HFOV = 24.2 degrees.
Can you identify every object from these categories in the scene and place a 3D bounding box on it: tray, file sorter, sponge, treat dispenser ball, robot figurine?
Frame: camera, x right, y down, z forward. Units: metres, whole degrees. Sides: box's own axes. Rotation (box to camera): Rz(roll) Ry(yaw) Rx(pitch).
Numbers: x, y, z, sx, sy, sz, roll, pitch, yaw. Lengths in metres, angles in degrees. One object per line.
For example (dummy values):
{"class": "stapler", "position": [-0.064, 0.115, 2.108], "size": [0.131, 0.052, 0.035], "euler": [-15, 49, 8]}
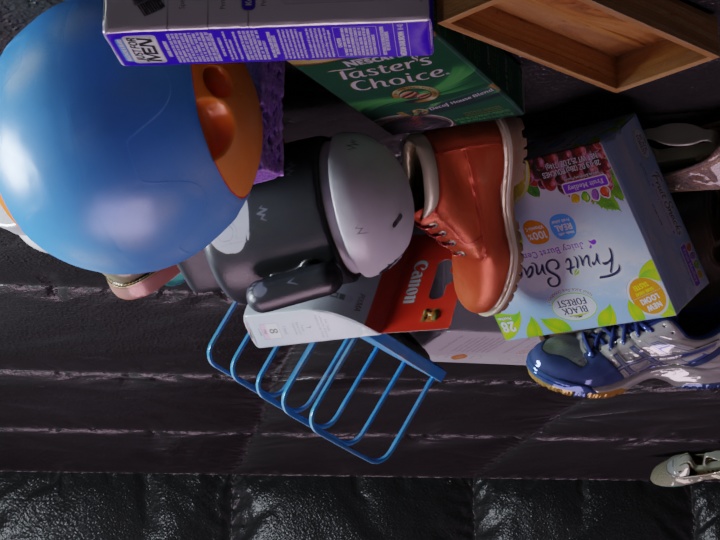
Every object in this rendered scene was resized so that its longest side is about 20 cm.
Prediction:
{"class": "tray", "position": [0.160, -0.182, 1.214], "size": [0.200, 0.037, 0.099], "euler": [13, 160, -42]}
{"class": "file sorter", "position": [-0.043, 0.095, 1.738], "size": [0.139, 0.123, 0.200], "euler": [35, 175, -43]}
{"class": "sponge", "position": [-0.136, -0.108, 1.329], "size": [0.200, 0.112, 0.030], "euler": [-14, 161, 42]}
{"class": "treat dispenser ball", "position": [-0.169, -0.098, 1.196], "size": [0.200, 0.201, 0.201], "euler": [0, 165, 0]}
{"class": "robot figurine", "position": [-0.055, -0.040, 1.366], "size": [0.200, 0.151, 0.125], "euler": [-12, 171, 15]}

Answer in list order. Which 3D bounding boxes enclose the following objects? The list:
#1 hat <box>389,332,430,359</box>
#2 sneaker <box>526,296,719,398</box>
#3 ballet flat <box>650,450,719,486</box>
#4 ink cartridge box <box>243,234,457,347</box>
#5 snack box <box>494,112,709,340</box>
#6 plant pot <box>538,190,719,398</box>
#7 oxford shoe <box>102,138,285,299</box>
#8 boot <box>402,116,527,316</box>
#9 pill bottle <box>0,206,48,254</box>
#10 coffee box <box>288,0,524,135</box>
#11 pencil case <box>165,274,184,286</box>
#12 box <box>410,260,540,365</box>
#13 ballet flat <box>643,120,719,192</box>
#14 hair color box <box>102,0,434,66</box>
{"class": "hat", "position": [0.020, 0.016, 1.809], "size": [0.201, 0.081, 0.201], "euler": [40, 172, 6]}
{"class": "sneaker", "position": [0.247, 0.058, 1.509], "size": [0.200, 0.075, 0.088], "euler": [-5, 129, -10]}
{"class": "ballet flat", "position": [0.651, 0.370, 3.223], "size": [0.200, 0.068, 0.062], "euler": [-9, 135, 17]}
{"class": "ink cartridge box", "position": [0.000, 0.000, 1.649], "size": [0.200, 0.163, 0.057], "euler": [-10, 125, 23]}
{"class": "snack box", "position": [0.183, -0.034, 1.482], "size": [0.200, 0.169, 0.068], "euler": [-10, -160, 47]}
{"class": "plant pot", "position": [0.291, 0.002, 1.620], "size": [0.198, 0.201, 0.200], "euler": [-22, 154, 38]}
{"class": "oxford shoe", "position": [-0.147, -0.062, 1.442], "size": [0.071, 0.200, 0.074], "euler": [34, 162, 42]}
{"class": "boot", "position": [0.080, -0.042, 1.432], "size": [0.107, 0.200, 0.075], "euler": [-19, -147, -25]}
{"class": "pill bottle", "position": [-0.238, -0.061, 1.496], "size": [0.114, 0.114, 0.200], "euler": [-9, 162, 29]}
{"class": "coffee box", "position": [0.035, -0.158, 1.278], "size": [0.123, 0.044, 0.200], "euler": [-7, 163, 24]}
{"class": "pencil case", "position": [-0.105, -0.037, 1.641], "size": [0.200, 0.085, 0.092], "euler": [-6, 160, 19]}
{"class": "box", "position": [0.162, 0.038, 1.880], "size": [0.200, 0.107, 0.152], "euler": [4, 164, -16]}
{"class": "ballet flat", "position": [0.248, -0.099, 1.485], "size": [0.200, 0.068, 0.067], "euler": [-11, 142, 29]}
{"class": "hair color box", "position": [-0.055, -0.190, 1.039], "size": [0.200, 0.110, 0.065], "euler": [-1, 166, 3]}
